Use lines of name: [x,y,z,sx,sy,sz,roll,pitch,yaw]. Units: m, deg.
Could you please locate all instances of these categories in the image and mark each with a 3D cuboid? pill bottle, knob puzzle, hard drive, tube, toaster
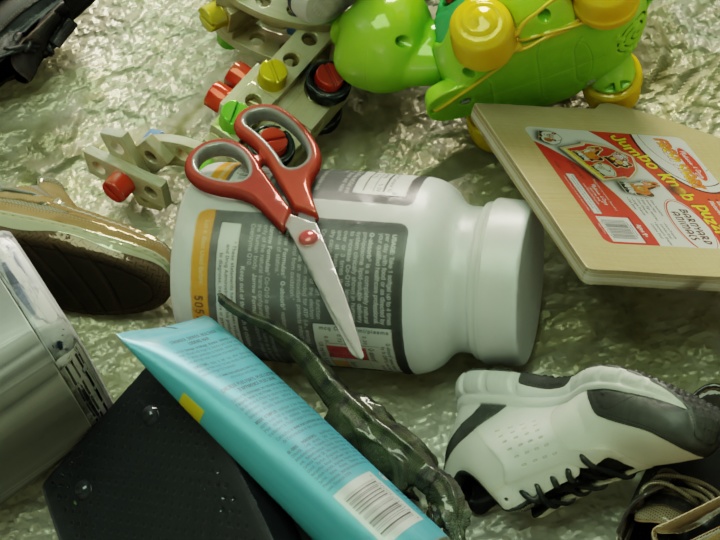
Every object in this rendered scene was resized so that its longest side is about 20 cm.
pill bottle: [0.000,0.000,1.205,0.200,0.116,0.116,5,60,14]
knob puzzle: [0.180,-0.035,1.204,0.220,0.030,0.220,12,30,-7]
hard drive: [-0.093,0.157,1.134,0.135,0.042,0.200,-48,53,23]
tube: [-0.040,0.092,1.104,0.200,0.077,0.050,43,112,21]
toaster: [-0.221,0.059,1.161,0.129,0.200,0.114,-33,69,-9]

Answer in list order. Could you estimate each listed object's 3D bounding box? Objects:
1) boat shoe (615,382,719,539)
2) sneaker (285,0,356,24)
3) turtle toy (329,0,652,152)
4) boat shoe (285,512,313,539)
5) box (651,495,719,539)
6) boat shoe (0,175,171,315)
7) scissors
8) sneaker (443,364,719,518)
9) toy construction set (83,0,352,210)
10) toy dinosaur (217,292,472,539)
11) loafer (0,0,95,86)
boat shoe: [0.174,0.143,1.108,0.074,0.073,0.200,12,62,17]
sneaker: [-0.017,-0.210,1.281,0.079,0.078,0.200,36,29,5]
turtle toy: [0.082,-0.147,1.258,0.200,0.146,0.101,-17,65,0]
boat shoe: [-0.021,0.152,1.140,0.060,0.076,0.200,-38,59,-20]
box: [0.230,0.157,1.015,0.163,0.200,0.021,-25,44,-5]
boat shoe: [-0.199,-0.028,1.292,0.200,0.072,0.076,11,50,17]
scissors: [-0.027,-0.027,1.145,0.073,0.014,0.200,-28,48,-18]
sneaker: [0.117,0.097,1.115,0.200,0.074,0.080,-9,57,57]
toy construction set: [-0.080,-0.115,1.305,0.131,0.092,0.200,34,75,9]
toy dinosaur: [-0.003,0.092,1.157,0.047,0.088,0.200,-40,69,-21]
loafer: [-0.241,-0.133,1.371,0.200,0.072,0.063,-34,78,-4]
